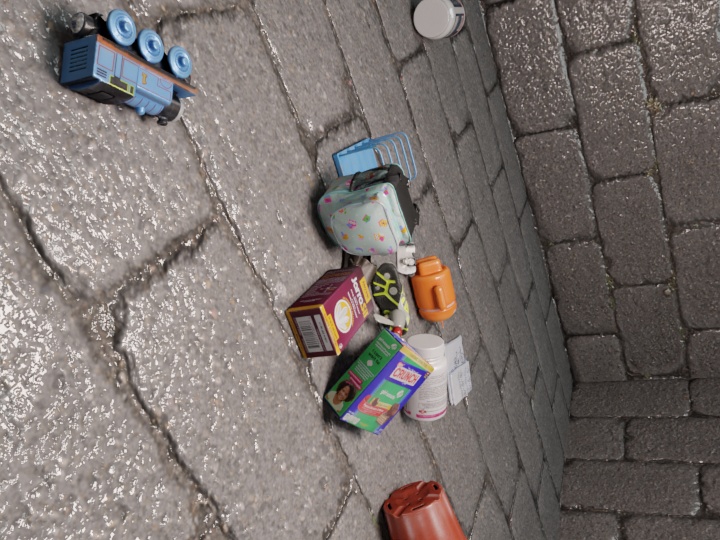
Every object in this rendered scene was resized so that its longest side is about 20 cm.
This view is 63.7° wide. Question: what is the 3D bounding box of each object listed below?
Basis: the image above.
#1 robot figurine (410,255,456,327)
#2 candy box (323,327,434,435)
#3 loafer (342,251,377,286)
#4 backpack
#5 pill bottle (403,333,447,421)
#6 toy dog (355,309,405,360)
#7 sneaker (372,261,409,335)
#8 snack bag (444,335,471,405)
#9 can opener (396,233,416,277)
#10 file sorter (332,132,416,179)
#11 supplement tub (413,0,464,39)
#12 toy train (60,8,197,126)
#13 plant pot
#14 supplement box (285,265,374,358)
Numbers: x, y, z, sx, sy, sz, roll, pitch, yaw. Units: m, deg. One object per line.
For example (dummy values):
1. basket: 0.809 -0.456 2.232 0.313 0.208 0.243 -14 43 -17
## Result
1. robot figurine: 0.213 0.060 1.674 0.116 0.144 0.201 -27 109 -39
2. candy box: 0.045 0.242 1.244 0.200 0.077 0.169 -50 140 0
3. loafer: 0.000 0.000 1.343 0.073 0.071 0.201 24 62 -57
4. backpack: 0.008 -0.123 1.264 0.154 0.199 0.176 -62 139 -40
5. pill bottle: 0.167 0.274 1.492 0.113 0.113 0.201 -33 126 -59
6. toy dog: 0.048 0.171 1.382 0.200 0.096 0.132 -48 140 -70
7. sneaker: 0.080 0.068 1.488 0.076 0.075 0.201 -61 144 -64
8. snack bag: 0.319 0.321 1.899 0.188 0.021 0.201 -10 92 -61
9. can opener: 0.124 -0.082 1.632 0.066 0.052 0.201 120 -31 -80
10. file sorter: 0.045 -0.255 1.441 0.200 0.122 0.139 -44 122 -57
11. supplement tub: 0.273 -0.876 2.005 0.200 0.140 0.141 -43 120 -57
12. toy train: -0.321 -0.282 0.822 0.200 0.086 0.115 15 79 -62
13. plant pot: 0.152 0.618 1.356 0.201 0.200 0.196 -25 97 -61
14. supplement box: -0.057 0.082 1.202 0.200 0.085 0.111 -47 123 -56
